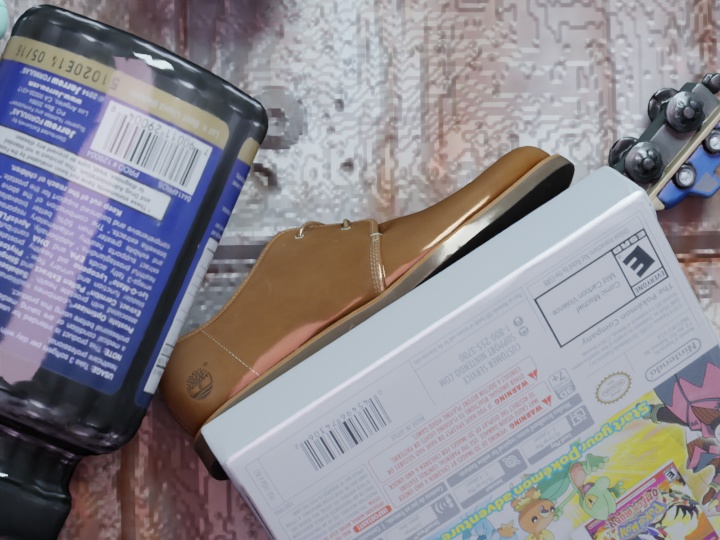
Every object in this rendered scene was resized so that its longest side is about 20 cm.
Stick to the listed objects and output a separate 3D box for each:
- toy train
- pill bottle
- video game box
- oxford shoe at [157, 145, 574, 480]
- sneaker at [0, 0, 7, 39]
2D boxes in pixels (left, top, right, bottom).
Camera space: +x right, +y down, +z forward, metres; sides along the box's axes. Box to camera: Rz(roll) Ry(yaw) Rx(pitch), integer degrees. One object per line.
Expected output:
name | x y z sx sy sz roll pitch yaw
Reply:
toy train | 0.097 -0.001 1.089 0.046 0.034 0.200 40 86 -14
pill bottle | -0.124 0.005 1.030 0.112 0.112 0.200 24 86 -4
video game box | 0.064 0.085 1.046 0.200 0.047 0.182 -32 114 -6
oxford shoe | 0.000 0.000 1.067 0.200 0.071 0.071 -34 68 -10
sneaker | -0.234 -0.159 1.017 0.200 0.078 0.140 7 88 -5
